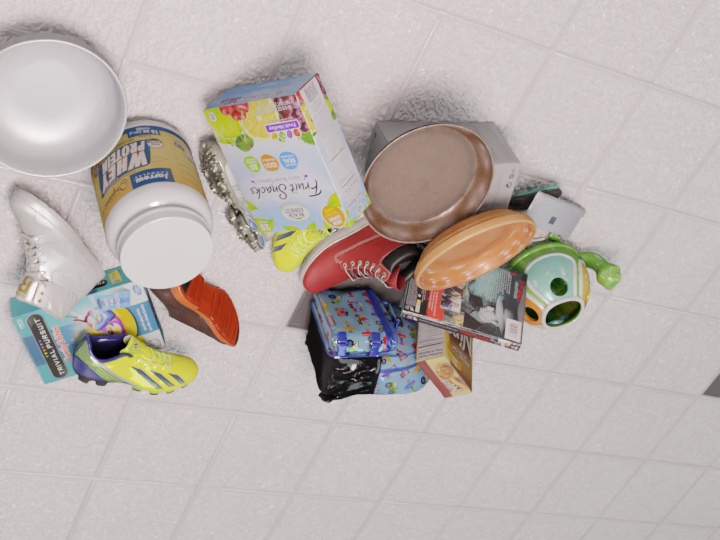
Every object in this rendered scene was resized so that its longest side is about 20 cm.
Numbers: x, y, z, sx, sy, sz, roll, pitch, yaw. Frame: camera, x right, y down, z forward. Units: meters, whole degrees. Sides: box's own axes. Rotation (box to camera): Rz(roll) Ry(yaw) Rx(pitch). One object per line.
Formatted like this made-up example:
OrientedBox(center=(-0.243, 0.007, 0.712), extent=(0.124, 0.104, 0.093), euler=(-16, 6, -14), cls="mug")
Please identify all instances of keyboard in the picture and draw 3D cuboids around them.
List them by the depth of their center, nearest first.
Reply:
OrientedBox(center=(0.315, -0.089, 1.745), extent=(0.057, 0.011, 0.199), euler=(-55, 150, 15), cls="keyboard")

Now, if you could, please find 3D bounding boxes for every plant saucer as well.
OrientedBox(center=(0.090, -0.126, 1.509), extent=(0.197, 0.032, 0.202), euler=(-11, 131, -13), cls="plant saucer")
OrientedBox(center=(0.167, -0.035, 1.606), extent=(0.198, 0.038, 0.201), euler=(-21, 160, -8), cls="plant saucer")

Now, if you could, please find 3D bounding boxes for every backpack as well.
OrientedBox(center=(0.021, 0.117, 1.750), extent=(0.197, 0.183, 0.136), euler=(2, 123, -14), cls="backpack")

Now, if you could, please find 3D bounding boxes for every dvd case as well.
OrientedBox(center=(0.168, 0.039, 1.719), extent=(0.197, 0.147, 0.022), euler=(15, 142, -4), cls="dvd case")

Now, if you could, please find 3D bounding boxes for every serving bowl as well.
OrientedBox(center=(-0.401, -0.220, 1.376), extent=(0.197, 0.066, 0.202), euler=(-11, 133, -12), cls="serving bowl")

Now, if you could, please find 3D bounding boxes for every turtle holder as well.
OrientedBox(center=(0.337, 0.031, 1.833), extent=(0.183, 0.132, 0.142), euler=(5, 127, -24), cls="turtle holder")

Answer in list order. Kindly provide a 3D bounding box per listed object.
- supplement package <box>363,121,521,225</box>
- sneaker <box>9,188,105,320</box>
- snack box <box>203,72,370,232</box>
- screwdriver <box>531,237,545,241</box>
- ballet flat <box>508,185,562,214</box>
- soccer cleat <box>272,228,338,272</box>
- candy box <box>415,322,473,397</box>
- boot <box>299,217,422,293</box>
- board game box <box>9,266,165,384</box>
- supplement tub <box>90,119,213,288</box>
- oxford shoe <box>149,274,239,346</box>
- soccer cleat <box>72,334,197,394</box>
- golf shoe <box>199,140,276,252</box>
OrientedBox(center=(0.118, -0.143, 1.607), extent=(0.197, 0.118, 0.118), euler=(-2, 131, -19), cls="supplement package")
OrientedBox(center=(-0.448, -0.012, 1.505), extent=(0.116, 0.073, 0.201), euler=(-53, 138, -22), cls="sneaker")
OrientedBox(center=(-0.098, -0.153, 1.455), extent=(0.167, 0.068, 0.202), euler=(-3, 124, 37), cls="snack box")
OrientedBox(center=(0.208, -0.041, 1.708), extent=(0.028, 0.198, 0.030), euler=(30, 71, -43), cls="screwdriver")
OrientedBox(center=(0.231, -0.092, 1.727), extent=(0.197, 0.070, 0.068), euler=(-7, 177, -10), cls="ballet flat")
OrientedBox(center=(-0.073, -0.066, 1.624), extent=(0.064, 0.084, 0.201), euler=(19, 121, -33), cls="soccer cleat")
OrientedBox(center=(0.141, 0.091, 1.762), extent=(0.055, 0.202, 0.116), euler=(-15, 138, 24), cls="candy box")
OrientedBox(center=(0.000, 0.000, 1.669), extent=(0.199, 0.145, 0.072), euler=(-33, 134, 11), cls="boot")
OrientedBox(center=(-0.414, 0.083, 1.649), extent=(0.197, 0.047, 0.152), euler=(-17, 133, -7), cls="board game box")
OrientedBox(center=(-0.278, -0.089, 1.439), extent=(0.143, 0.201, 0.146), euler=(-13, 137, -13), cls="supplement tub")
OrientedBox(center=(-0.256, 0.058, 1.690), extent=(0.072, 0.072, 0.200), euler=(-7, 143, 25), cls="oxford shoe")
OrientedBox(center=(-0.337, 0.137, 1.640), extent=(0.198, 0.065, 0.084), euler=(8, 125, -28), cls="soccer cleat")
OrientedBox(center=(-0.165, -0.126, 1.562), extent=(0.097, 0.078, 0.201), euler=(-38, 138, -13), cls="golf shoe")
